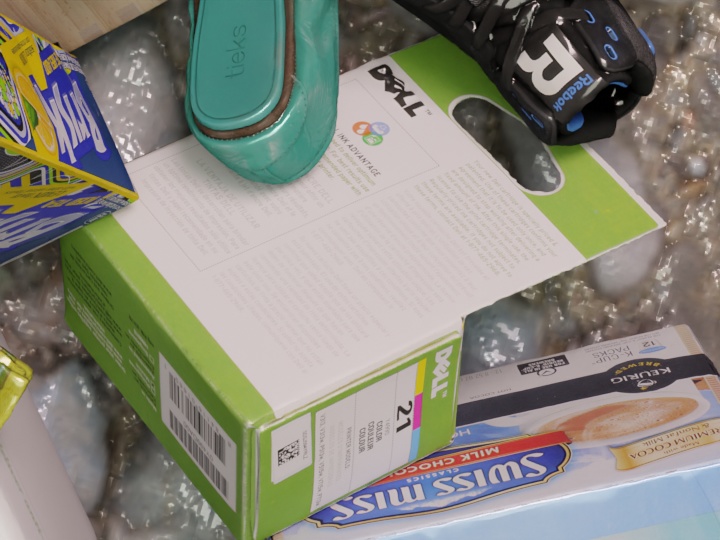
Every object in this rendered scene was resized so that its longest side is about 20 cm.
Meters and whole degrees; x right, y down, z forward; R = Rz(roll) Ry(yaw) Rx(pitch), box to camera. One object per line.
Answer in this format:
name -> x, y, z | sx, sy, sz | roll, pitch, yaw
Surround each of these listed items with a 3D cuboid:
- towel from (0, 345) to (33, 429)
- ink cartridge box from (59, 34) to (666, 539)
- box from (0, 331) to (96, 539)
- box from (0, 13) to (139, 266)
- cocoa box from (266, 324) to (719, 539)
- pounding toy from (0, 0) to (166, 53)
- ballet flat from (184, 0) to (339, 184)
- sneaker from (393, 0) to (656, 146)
towel -> -0.217, 0.015, 0.886 | 0.200, 0.018, 0.086 | 35, 91, -5
ink cartridge box -> 0.000, 0.000, 1.036 | 0.199, 0.148, 0.076 | -24, 142, -24
box -> -0.217, 0.077, 1.002 | 0.171, 0.200, 0.200 | -24, 98, -2
box -> -0.141, -0.048, 0.905 | 0.070, 0.200, 0.065 | -25, 84, 6
cocoa box -> 0.065, 0.125, 1.056 | 0.199, 0.131, 0.134 | -12, 112, -2
pounding toy -> -0.148, -0.162, 0.937 | 0.142, 0.184, 0.201 | -27, 68, 2
ballet flat -> -0.037, -0.121, 1.038 | 0.067, 0.070, 0.201 | -6, 60, 15
sneaker -> 0.050, -0.112, 0.988 | 0.073, 0.112, 0.200 | -45, 142, 21
